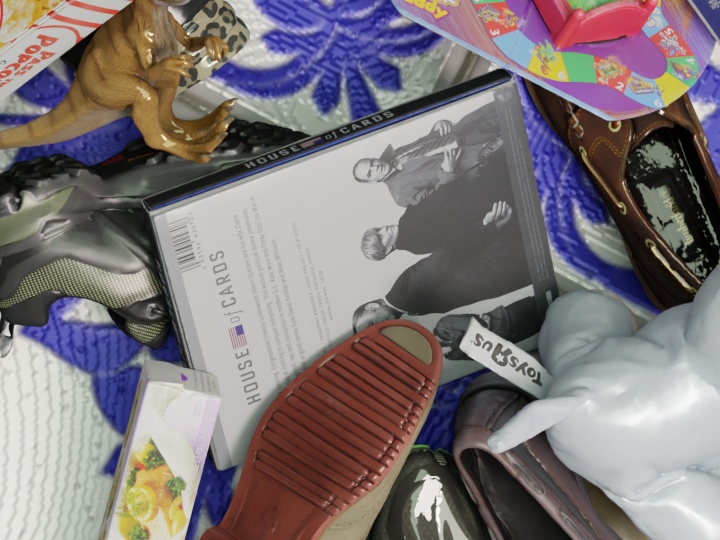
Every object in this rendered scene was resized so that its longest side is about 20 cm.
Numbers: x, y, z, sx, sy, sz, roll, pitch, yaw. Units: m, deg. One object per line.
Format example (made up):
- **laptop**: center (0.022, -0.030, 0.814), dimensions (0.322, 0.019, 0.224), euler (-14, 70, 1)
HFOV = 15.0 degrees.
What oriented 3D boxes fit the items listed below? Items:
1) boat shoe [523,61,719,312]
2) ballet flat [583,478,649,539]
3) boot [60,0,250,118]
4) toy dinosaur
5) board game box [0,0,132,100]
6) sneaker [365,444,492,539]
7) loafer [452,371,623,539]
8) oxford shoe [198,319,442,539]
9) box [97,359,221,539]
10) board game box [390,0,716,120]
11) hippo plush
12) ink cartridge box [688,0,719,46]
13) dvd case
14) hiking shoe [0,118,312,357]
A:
- **boat shoe**: center (0.146, -0.069, 1.418), dimensions (0.070, 0.070, 0.201), euler (-30, 90, -9)
- **ballet flat**: center (0.153, 0.140, 1.416), dimensions (0.200, 0.046, 0.067), euler (43, 80, -4)
- **boot**: center (-0.171, -0.130, 1.365), dimensions (0.203, 0.074, 0.154), euler (-28, 117, 17)
- **toy dinosaur**: center (-0.117, -0.090, 1.333), dimensions (0.106, 0.200, 0.061), euler (36, 45, -12)
- **board game box**: center (-0.205, -0.176, 1.272), dimensions (0.151, 0.046, 0.201), euler (-33, 76, 20)
- **sneaker**: center (0.038, 0.188, 1.374), dimensions (0.076, 0.084, 0.202), euler (3, 82, -10)
- **loafer**: center (0.098, 0.149, 1.376), dimensions (0.072, 0.063, 0.201), euler (-20, 107, 29)
- **oxford shoe**: center (-0.022, 0.114, 1.373), dimensions (0.070, 0.075, 0.200), euler (36, 87, 27)
- **box**: center (-0.112, 0.145, 1.348), dimensions (0.038, 0.041, 0.201), euler (13, 103, -9)
- **board game box**: center (0.100, -0.168, 1.392), dimensions (0.199, 0.039, 0.159), euler (26, 51, -5)
- **hippo plush**: center (0.169, 0.036, 1.334), dimensions (0.161, 0.160, 0.200), euler (-39, 126, 21)
- **ink cartridge box**: center (0.209, -0.244, 1.426), dimensions (0.200, 0.041, 0.200), euler (-38, 92, -26)
- **dvd case**: center (0.000, 0.000, 1.374), dimensions (0.199, 0.025, 0.151), euler (-20, 117, -14)
- **hiking shoe**: center (-0.098, -0.016, 1.384), dimensions (0.199, 0.076, 0.101), euler (-10, 108, -11)
